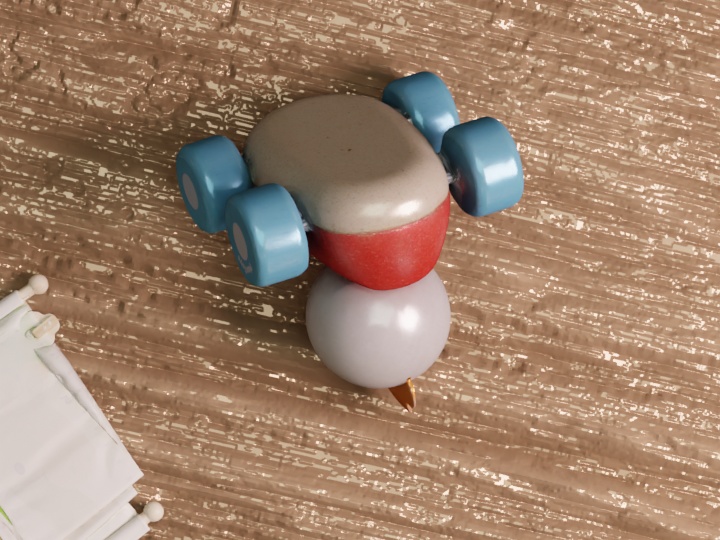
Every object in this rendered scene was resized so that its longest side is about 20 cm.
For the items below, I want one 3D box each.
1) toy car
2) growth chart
[{"bbox_3d":[0.000,0.000,1.570,0.184,0.177,0.200,-18,119,-18],"label":"toy car"},{"bbox_3d":[-0.226,0.123,1.596,0.145,0.018,0.200,-29,92,-4],"label":"growth chart"}]
